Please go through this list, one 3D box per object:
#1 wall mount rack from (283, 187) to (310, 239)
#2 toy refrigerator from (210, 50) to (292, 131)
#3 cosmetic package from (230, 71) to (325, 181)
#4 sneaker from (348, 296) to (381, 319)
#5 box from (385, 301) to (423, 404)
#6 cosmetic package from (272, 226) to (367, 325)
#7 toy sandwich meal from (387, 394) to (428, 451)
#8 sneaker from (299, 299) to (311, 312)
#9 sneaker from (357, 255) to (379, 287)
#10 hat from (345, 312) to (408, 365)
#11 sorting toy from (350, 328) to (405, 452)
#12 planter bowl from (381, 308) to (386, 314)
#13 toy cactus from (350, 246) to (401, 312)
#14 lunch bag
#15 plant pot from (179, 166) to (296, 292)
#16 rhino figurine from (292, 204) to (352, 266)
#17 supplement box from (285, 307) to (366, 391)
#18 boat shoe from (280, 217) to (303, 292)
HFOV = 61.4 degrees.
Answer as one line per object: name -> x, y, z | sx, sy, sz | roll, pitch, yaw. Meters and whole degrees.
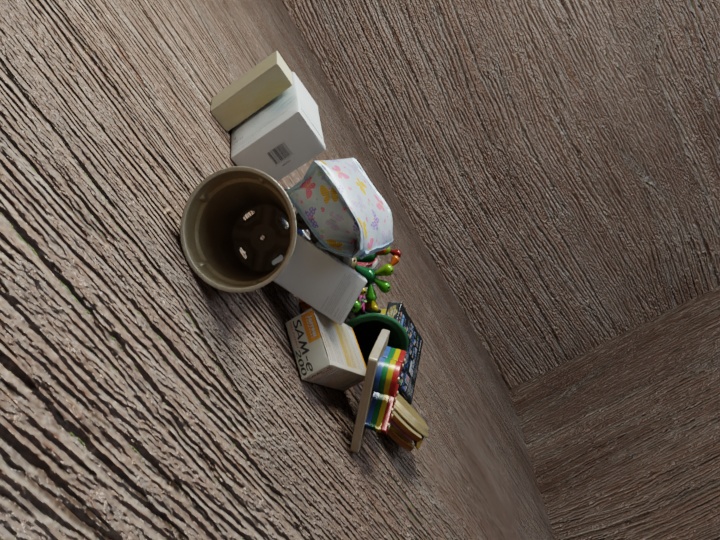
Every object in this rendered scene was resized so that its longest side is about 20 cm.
wall mount rack -> -0.145, -0.108, 1.520 | 0.174, 0.074, 0.203 | 46, 21, -37
toy refrigerator -> -0.255, -0.418, 1.427 | 0.070, 0.197, 0.077 | 49, 17, -37
cosmetic package -> -0.202, -0.337, 1.462 | 0.123, 0.196, 0.203 | 49, 19, -39
sneaker -> -0.001, 0.076, 1.490 | 0.201, 0.085, 0.076 | 56, 47, -57
box -> 0.104, 0.223, 1.625 | 0.200, 0.048, 0.204 | 55, 41, -46
cosmetic package -> -0.094, 0.009, 1.231 | 0.198, 0.109, 0.085 | 34, 2, -3
toy sandwich meal -> 0.091, 0.359, 1.489 | 0.205, 0.070, 0.205 | 45, -1, 1
sneaker -> -0.092, 0.053, 1.406 | 0.093, 0.074, 0.203 | 55, 17, -39
sneaker -> 0.017, 0.008, 1.549 | 0.200, 0.078, 0.077 | -36, 112, -80
hat -> 0.024, 0.129, 1.478 | 0.166, 0.198, 0.178 | 48, 25, -23
sorting toy -> 0.046, 0.256, 1.290 | 0.199, 0.068, 0.206 | -47, 149, -75
planter bowl -> 0.084, 0.178, 1.766 | 0.203, 0.082, 0.202 | 56, 16, -24
toy cactus -> 0.000, 0.000, 1.405 | 0.163, 0.203, 0.103 | 31, -23, 0
lunch bag -> -0.030, -0.114, 1.227 | 0.202, 0.127, 0.169 | 52, 29, 7
plant pot -> -0.193, -0.063, 1.077 | 0.204, 0.197, 0.183 | 62, 3, 4
rhino figurine -> -0.090, -0.066, 1.304 | 0.202, 0.086, 0.060 | 55, 22, -28
supplement box -> -0.067, 0.170, 1.272 | 0.199, 0.072, 0.129 | 36, 30, -60
boat shoe -> -0.163, -0.049, 1.332 | 0.072, 0.071, 0.205 | 28, 43, -61
